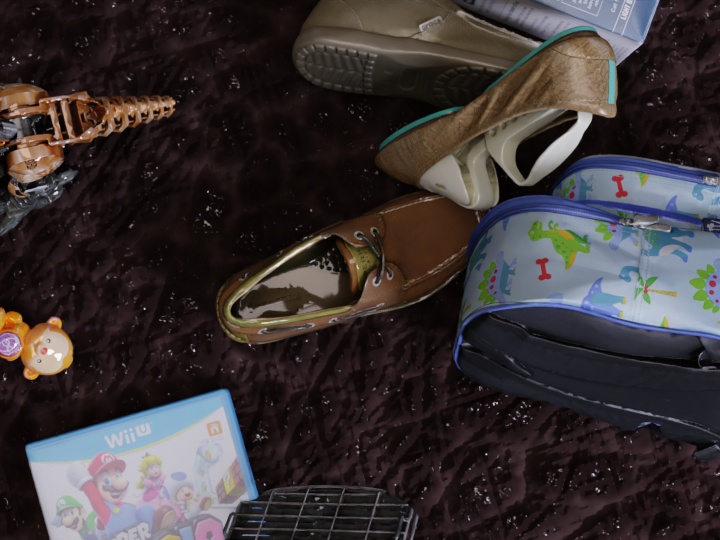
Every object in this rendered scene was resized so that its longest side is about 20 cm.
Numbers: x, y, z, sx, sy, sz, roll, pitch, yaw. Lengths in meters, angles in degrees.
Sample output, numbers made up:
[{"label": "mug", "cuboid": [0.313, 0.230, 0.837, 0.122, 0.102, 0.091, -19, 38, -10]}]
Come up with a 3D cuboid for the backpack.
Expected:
[{"label": "backpack", "cuboid": [0.164, 0.017, 1.092, 0.199, 0.183, 0.147, 10, 65, -2]}]

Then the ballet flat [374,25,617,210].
[{"label": "ballet flat", "cuboid": [0.088, -0.083, 1.095, 0.200, 0.068, 0.073, -28, 72, 38]}]

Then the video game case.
[{"label": "video game case", "cuboid": [-0.132, 0.195, 1.154, 0.143, 0.018, 0.201, -16, 89, -1]}]

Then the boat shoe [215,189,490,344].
[{"label": "boat shoe", "cuboid": [0.000, 0.000, 1.139, 0.200, 0.068, 0.072, -26, 88, -3]}]

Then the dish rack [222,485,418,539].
[{"label": "dish rack", "cuboid": [-0.040, 0.230, 1.076, 0.153, 0.055, 0.200, -2, 53, 28]}]

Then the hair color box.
[{"label": "hair color box", "cuboid": [0.096, -0.204, 1.132, 0.200, 0.100, 0.061, 21, 87, -1]}]

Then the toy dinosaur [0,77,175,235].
[{"label": "toy dinosaur", "cuboid": [-0.224, -0.079, 1.096, 0.199, 0.136, 0.102, 8, 84, -11]}]

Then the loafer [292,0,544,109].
[{"label": "loafer", "cuboid": [0.056, -0.150, 1.139, 0.199, 0.076, 0.068, 11, 66, -10]}]

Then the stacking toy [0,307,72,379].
[{"label": "stacking toy", "cuboid": [-0.282, 0.021, 1.125, 0.200, 0.110, 0.116, 26, 85, -12]}]
